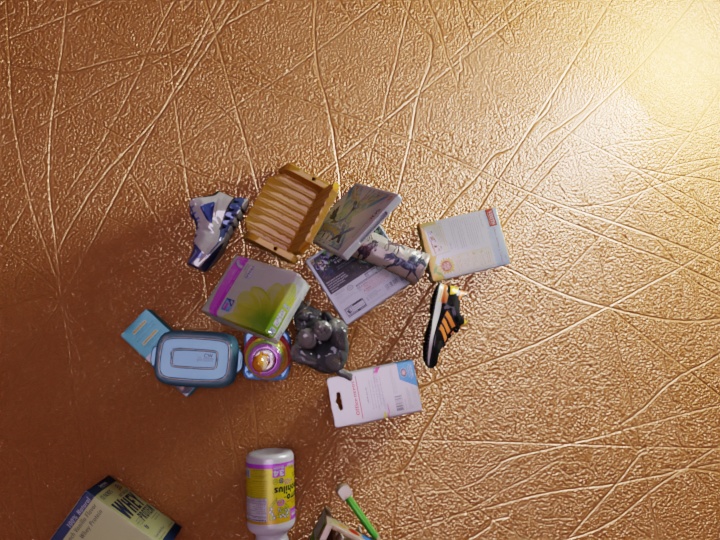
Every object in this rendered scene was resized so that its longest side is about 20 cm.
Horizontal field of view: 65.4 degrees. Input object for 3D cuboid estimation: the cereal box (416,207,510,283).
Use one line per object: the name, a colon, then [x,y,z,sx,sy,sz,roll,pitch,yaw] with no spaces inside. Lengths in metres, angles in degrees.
cereal box: [0.248,-0.061,1.353,0.199,0.040,0.145,-12,84,-7]

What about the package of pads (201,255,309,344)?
package of pads: [-0.226,0.058,1.223,0.199,0.068,0.155,16,65,30]

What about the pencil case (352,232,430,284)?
pencil case: [0.061,-0.034,1.286,0.199,0.089,0.078,22,90,-4]

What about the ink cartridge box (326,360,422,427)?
ink cartridge box: [0.028,0.278,1.272,0.199,0.068,0.116,-10,83,-7]

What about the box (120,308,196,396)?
box: [-0.428,0.183,1.251,0.200,0.049,0.082,42,81,1]

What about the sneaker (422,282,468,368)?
sneaker: [0.202,0.133,1.307,0.089,0.070,0.201,11,80,-1]

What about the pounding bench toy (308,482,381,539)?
pounding bench toy: [-0.017,0.579,1.200,0.155,0.124,0.201,27,81,-1]

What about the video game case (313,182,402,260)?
video game case: [-0.021,-0.117,1.265,0.182,0.200,0.022,-47,121,-9]

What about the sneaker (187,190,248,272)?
sneaker: [-0.354,-0.102,1.288,0.115,0.081,0.200,27,74,2]

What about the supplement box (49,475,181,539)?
supplement box: [-0.518,0.574,1.148,0.199,0.134,0.200,35,81,0]

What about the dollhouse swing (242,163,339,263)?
dollhouse swing: [-0.160,-0.139,1.254,0.181,0.176,0.201,28,81,0]

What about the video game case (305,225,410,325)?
video game case: [0.000,0.000,1.331,0.199,0.023,0.182,-33,87,-8]

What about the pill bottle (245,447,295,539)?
pill bottle: [-0.192,0.492,1.205,0.104,0.104,0.201,-2,83,-6]

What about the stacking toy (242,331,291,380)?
stacking toy: [-0.204,0.186,1.195,0.109,0.200,0.117,3,86,-5]

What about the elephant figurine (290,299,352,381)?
elephant figurine: [-0.100,0.135,1.260,0.141,0.200,0.156,4,106,-20]

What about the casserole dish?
casserole dish: [-0.355,0.191,1.213,0.199,0.039,0.122,4,81,-7]
